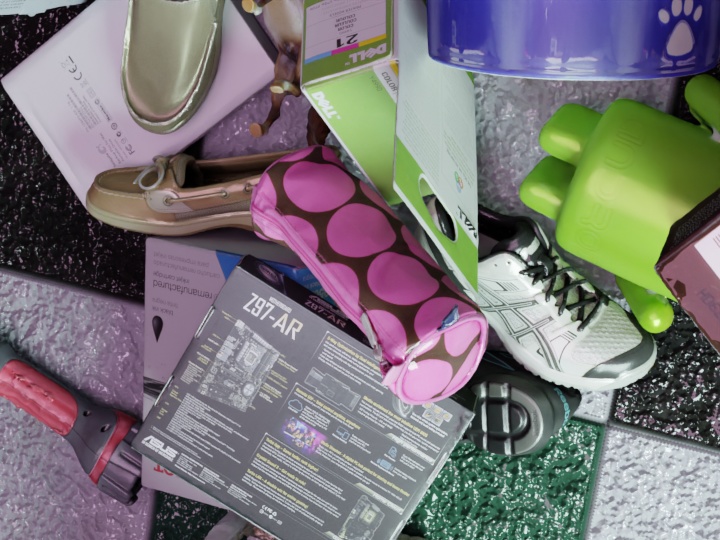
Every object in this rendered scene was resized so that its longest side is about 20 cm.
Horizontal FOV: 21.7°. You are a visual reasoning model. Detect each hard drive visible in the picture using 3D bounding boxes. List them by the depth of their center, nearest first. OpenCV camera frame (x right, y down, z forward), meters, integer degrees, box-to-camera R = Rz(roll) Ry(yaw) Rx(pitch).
[{"bbox_3d":[-0.169,-0.151,1.449,0.200,0.026,0.132,-35,89,21],"label":"hard drive"}]

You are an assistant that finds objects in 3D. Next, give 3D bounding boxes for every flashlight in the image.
[{"bbox_3d":[-0.251,0.111,1.508,0.199,0.068,0.068,32,143,4],"label":"flashlight"}]

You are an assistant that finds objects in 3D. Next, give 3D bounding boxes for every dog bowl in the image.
[{"bbox_3d":[0.143,-0.180,1.247,0.199,0.200,0.079,5,106,17],"label":"dog bowl"}]

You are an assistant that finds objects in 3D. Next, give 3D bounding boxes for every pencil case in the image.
[{"bbox_3d":[0.000,0.000,1.291,0.200,0.093,0.091,47,141,32],"label":"pencil case"}]

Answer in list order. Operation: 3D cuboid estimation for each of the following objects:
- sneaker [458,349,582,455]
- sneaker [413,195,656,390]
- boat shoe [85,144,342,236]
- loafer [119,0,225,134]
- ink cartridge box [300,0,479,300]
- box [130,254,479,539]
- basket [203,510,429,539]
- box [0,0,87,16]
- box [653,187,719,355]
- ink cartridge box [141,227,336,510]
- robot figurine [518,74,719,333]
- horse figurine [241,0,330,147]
[{"bbox_3d":[0.073,0.095,1.403,0.199,0.079,0.076,10,111,37],"label":"sneaker"},{"bbox_3d":[0.122,0.012,1.339,0.199,0.076,0.088,28,145,16],"label":"sneaker"},{"bbox_3d":[-0.110,-0.067,1.414,0.199,0.073,0.064,4,119,11],"label":"boat shoe"},{"bbox_3d":[-0.137,-0.195,1.378,0.075,0.068,0.201,21,108,13],"label":"loafer"},{"bbox_3d":[0.021,-0.092,1.284,0.075,0.148,0.201,-14,53,21],"label":"ink cartridge box"},{"bbox_3d":[-0.040,0.108,1.337,0.199,0.044,0.161,31,105,0],"label":"box"},{"bbox_3d":[-0.051,0.301,1.418,0.160,0.198,0.201,13,105,13],"label":"basket"},{"bbox_3d":[-0.212,-0.275,1.345,0.176,0.200,0.097,-41,87,22],"label":"box"},{"bbox_3d":[0.292,0.000,1.122,0.166,0.200,0.165,-39,88,15],"label":"box"},{"bbox_3d":[-0.087,0.077,1.426,0.144,0.084,0.201,11,106,32],"label":"ink cartridge box"},{"bbox_3d":[0.214,-0.045,1.298,0.199,0.116,0.176,24,114,12],"label":"robot figurine"},{"bbox_3d":[-0.052,-0.179,1.366,0.050,0.133,0.201,-6,111,27],"label":"horse figurine"}]
